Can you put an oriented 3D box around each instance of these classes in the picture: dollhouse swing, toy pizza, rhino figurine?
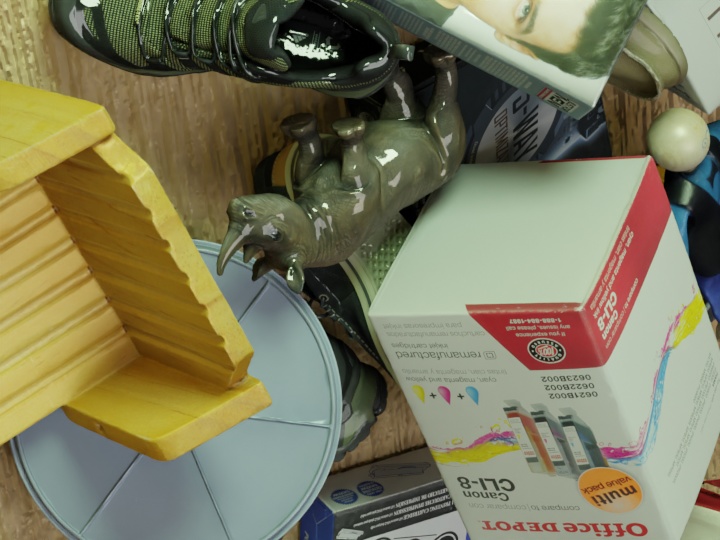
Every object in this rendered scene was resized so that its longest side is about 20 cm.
[{"bbox_3d":[-0.194,0.031,1.263,0.176,0.181,0.201,-39,120,-22],"label":"dollhouse swing"},{"bbox_3d":[-0.111,0.081,1.397,0.199,0.032,0.201,0,91,-5],"label":"toy pizza"},{"bbox_3d":[-0.011,-0.051,1.354,0.200,0.060,0.088,-39,129,-32],"label":"rhino figurine"}]

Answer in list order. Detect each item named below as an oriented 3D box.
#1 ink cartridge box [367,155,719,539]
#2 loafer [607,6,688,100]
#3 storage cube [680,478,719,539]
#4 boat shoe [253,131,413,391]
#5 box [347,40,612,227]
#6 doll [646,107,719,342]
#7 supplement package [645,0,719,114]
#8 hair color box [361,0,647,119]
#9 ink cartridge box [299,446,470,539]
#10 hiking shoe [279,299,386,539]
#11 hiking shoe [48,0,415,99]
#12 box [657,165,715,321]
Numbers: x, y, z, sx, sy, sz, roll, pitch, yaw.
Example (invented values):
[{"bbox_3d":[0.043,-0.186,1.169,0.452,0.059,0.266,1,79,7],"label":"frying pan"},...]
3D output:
[{"bbox_3d":[0.121,0.053,1.427,0.200,0.145,0.145,65,37,-34],"label":"ink cartridge box"},{"bbox_3d":[0.101,-0.148,1.406,0.199,0.076,0.068,26,78,-5],"label":"loafer"},{"bbox_3d":[0.211,0.235,1.621,0.180,0.170,0.201,17,90,-61],"label":"storage cube"},{"bbox_3d":[0.000,0.000,1.446,0.200,0.062,0.075,56,52,-26],"label":"boat shoe"},{"bbox_3d":[0.084,-0.066,1.505,0.160,0.044,0.201,-29,128,-20],"label":"box"},{"bbox_3d":[0.227,-0.037,1.521,0.200,0.048,0.137,54,48,-46],"label":"doll"},{"bbox_3d":[0.183,-0.214,1.451,0.110,0.114,0.200,-44,132,-7],"label":"supplement package"},{"bbox_3d":[0.063,-0.177,1.335,0.199,0.061,0.099,27,85,-3],"label":"hair color box"},{"bbox_3d":[0.053,0.169,1.606,0.199,0.044,0.094,-15,122,-30],"label":"ink cartridge box"},{"bbox_3d":[-0.079,0.113,1.461,0.101,0.076,0.200,47,74,-24],"label":"hiking shoe"},{"bbox_3d":[-0.070,-0.141,1.282,0.199,0.101,0.076,6,88,-10],"label":"hiking shoe"},{"bbox_3d":[0.205,-0.007,1.577,0.200,0.041,0.120,-33,129,-47],"label":"box"}]
